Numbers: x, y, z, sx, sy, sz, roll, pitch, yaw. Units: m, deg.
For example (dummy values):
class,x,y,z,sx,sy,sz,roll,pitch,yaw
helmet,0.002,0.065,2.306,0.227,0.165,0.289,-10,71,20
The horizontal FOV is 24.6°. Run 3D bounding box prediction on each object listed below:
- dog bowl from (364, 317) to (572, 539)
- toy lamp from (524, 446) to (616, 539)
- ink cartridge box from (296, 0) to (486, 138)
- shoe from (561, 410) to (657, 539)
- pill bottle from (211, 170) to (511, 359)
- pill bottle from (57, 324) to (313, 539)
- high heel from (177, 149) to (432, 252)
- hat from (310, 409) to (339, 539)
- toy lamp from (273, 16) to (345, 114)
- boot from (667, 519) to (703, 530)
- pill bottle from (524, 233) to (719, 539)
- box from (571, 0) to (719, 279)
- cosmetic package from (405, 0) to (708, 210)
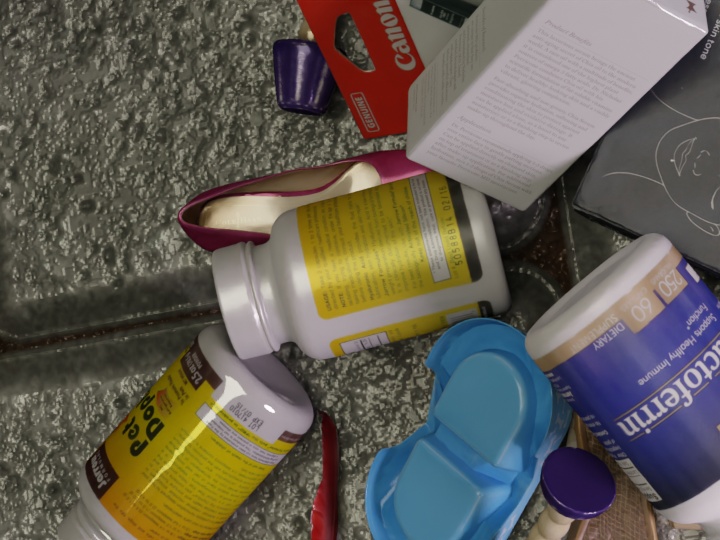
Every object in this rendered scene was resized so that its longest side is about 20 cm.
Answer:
class,x,y,z,sx,sy,sz,roll,pitch,yaw
dog bowl,0.080,0.128,1.169,0.111,0.049,0.201,38,113,32
toy lamp,0.115,0.201,1.121,0.058,0.058,0.201,40,140,18
ink cartridge box,0.049,-0.157,1.154,0.172,0.200,0.044,-9,49,18
shoe,0.174,0.174,1.161,0.069,0.053,0.202,4,91,-1
pill bottle,0.000,0.000,1.177,0.199,0.111,0.112,-15,81,3
pill bottle,-0.135,0.145,1.235,0.109,0.109,0.200,45,100,17
high heel,-0.035,-0.054,1.222,0.199,0.096,0.068,-8,83,19
hat,0.006,0.254,1.227,0.165,0.176,0.201,15,129,18
toy lamp,-0.030,-0.220,1.248,0.058,0.058,0.202,6,87,20
boot,0.277,0.075,1.129,0.165,0.072,0.202,-11,82,8
pill bottle,0.207,0.086,1.042,0.116,0.116,0.200,-40,90,12
box,0.278,-0.086,1.100,0.196,0.124,0.201,27,95,21
cosmetic package,0.122,-0.137,1.076,0.200,0.101,0.072,-45,30,43
